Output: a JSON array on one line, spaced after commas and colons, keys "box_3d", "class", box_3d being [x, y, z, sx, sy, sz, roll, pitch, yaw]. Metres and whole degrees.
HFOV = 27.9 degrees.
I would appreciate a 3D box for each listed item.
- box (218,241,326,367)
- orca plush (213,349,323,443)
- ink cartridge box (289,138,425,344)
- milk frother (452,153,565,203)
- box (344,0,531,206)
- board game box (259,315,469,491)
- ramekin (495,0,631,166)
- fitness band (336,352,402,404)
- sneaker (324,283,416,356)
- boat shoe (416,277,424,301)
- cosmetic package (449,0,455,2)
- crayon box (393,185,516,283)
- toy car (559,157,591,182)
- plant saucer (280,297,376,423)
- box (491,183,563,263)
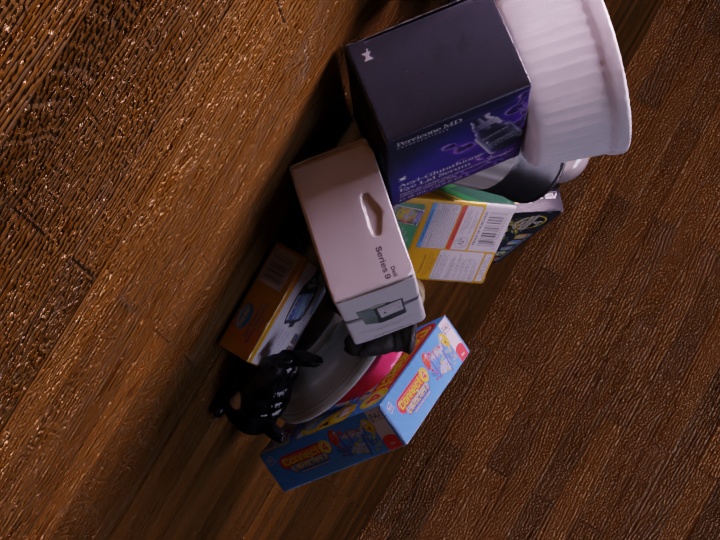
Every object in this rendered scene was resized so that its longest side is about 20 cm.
[{"box_3d": [-0.085, 0.044, 1.524, 0.120, 0.041, 0.200, -60, 172, -4], "class": "box"}, {"box_3d": [-0.086, 0.143, 1.538, 0.105, 0.071, 0.200, -22, 166, -40], "class": "orca plush"}, {"box_3d": [-0.001, -0.024, 1.428, 0.083, 0.147, 0.200, -20, 165, 0], "class": "ink cartridge box"}, {"box_3d": [0.092, -0.153, 1.628, 0.187, 0.182, 0.200, 9, 147, -43], "class": "milk frother"}, {"box_3d": [0.073, -0.159, 1.383, 0.147, 0.105, 0.200, -22, 166, -2], "class": "box"}, {"box_3d": [0.006, 0.155, 1.699, 0.195, 0.056, 0.200, -27, -166, 36], "class": "board game box"}, {"box_3d": [0.191, -0.200, 1.441, 0.097, 0.202, 0.201, -17, 165, 0], "class": "ramekin"}, {"box_3d": [-0.013, 0.085, 1.682, 0.199, 0.037, 0.144, -19, -140, 52], "class": "fitness band"}, {"box_3d": [0.000, 0.000, 1.557, 0.076, 0.090, 0.201, 87, -9, -64], "class": "sneaker"}, {"box_3d": [0.016, 0.050, 1.788, 0.201, 0.073, 0.063, -41, -178, 46], "class": "boat shoe"}, {"box_3d": [0.171, -0.297, 1.662, 0.091, 0.106, 0.200, -60, 171, -3], "class": "cosmetic package"}, {"box_3d": [0.074, -0.052, 1.760, 0.052, 0.199, 0.126, -111, -147, -45], "class": "crayon box"}, {"box_3d": [0.212, -0.202, 1.906, 0.175, 0.198, 0.151, -105, -162, -74], "class": "toy car"}, {"box_3d": [-0.042, 0.077, 1.643, 0.200, 0.050, 0.201, -42, -157, 23], "class": "plant saucer"}, {"box_3d": [0.154, -0.060, 1.939, 0.200, 0.160, 0.049, 139, -54, -60], "class": "box"}]
